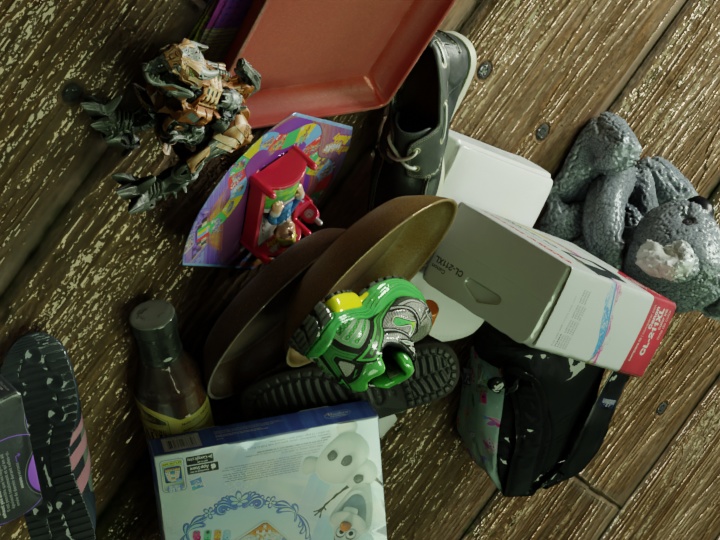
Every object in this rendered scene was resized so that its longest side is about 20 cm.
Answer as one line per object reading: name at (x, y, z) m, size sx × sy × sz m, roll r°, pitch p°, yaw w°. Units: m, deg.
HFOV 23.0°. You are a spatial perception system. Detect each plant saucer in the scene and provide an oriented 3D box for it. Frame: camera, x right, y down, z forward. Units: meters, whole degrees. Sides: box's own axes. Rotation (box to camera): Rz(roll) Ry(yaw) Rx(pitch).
plant saucer at (-0.069, 0.031, 1.549) m, size 0.200 × 0.035 × 0.200 m, roll -41°, pitch 167°, yaw -12°
plant saucer at (0.000, 0.000, 1.514) m, size 0.200 × 0.035 × 0.200 m, roll -41°, pitch 167°, yaw -12°
plant saucer at (-0.025, -0.193, 1.432) m, size 0.199 × 0.037 × 0.200 m, roll -13°, pitch 153°, yaw -34°

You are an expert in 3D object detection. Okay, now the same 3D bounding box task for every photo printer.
photo printer at (0.080, -0.027, 1.677) m, size 0.166 × 0.069 × 0.201 m, roll 16°, pitch 104°, yaw -48°

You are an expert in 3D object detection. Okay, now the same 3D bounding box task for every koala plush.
koala plush at (0.293, -0.023, 1.782) m, size 0.177 × 0.200 × 0.184 m, roll 30°, pitch 94°, yaw -49°

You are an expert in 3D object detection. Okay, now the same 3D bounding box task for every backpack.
backpack at (0.178, 0.132, 1.834) m, size 0.166 × 0.127 × 0.201 m, roll -8°, pitch 126°, yaw -21°

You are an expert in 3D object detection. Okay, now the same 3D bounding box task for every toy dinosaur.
toy dinosaur at (-0.130, -0.108, 1.367) m, size 0.135 × 0.102 × 0.200 m, roll -27°, pitch 138°, yaw 4°

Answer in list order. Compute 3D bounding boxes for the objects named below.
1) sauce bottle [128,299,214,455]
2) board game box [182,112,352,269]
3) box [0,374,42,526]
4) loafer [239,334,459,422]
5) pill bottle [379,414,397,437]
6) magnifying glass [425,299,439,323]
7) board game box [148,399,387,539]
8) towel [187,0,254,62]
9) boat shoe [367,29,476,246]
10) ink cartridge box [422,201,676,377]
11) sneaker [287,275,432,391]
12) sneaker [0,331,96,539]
sauce bottle at (-0.165, 0.113, 1.547) m, size 0.066 × 0.066 × 0.201 m, roll -30°, pitch 131°, yaw -25°
board game box at (-0.063, -0.053, 1.490) m, size 0.158 × 0.039 × 0.200 m, roll -53°, pitch 162°, yaw 13°
box at (-0.361, 0.154, 1.353) m, size 0.199 × 0.106 × 0.123 m, roll -27°, pitch 133°, yaw -29°
loafer at (-0.010, 0.104, 1.596) m, size 0.199 × 0.071 × 0.074 m, roll -11°, pitch 106°, yaw -1°
pill bottle at (-0.062, 0.184, 1.652) m, size 0.200 × 0.111 × 0.112 m, roll -47°, pitch 139°, yaw -8°
magnifying glass at (0.042, 0.087, 1.687) m, size 0.079 × 0.023 × 0.200 m, roll -6°, pitch 148°, yaw -16°
board game box at (-0.076, 0.227, 1.560) m, size 0.199 × 0.043 × 0.200 m, roll -9°, pitch 111°, yaw -12°
towel at (-0.048, -0.237, 1.387) m, size 0.143 × 0.023 × 0.200 m, roll -13°, pitch 154°, yaw -35°
boat shoe at (0.042, -0.116, 1.569) m, size 0.068 × 0.071 × 0.201 m, roll -17°, pitch 126°, yaw -64°
ink cartridge box at (0.177, 0.020, 1.635) m, size 0.199 × 0.145 × 0.083 m, roll 17°, pitch 103°, yaw -52°
sneaker at (0.013, 0.063, 1.482) m, size 0.078 × 0.085 × 0.200 m, roll -49°, pitch 167°, yaw 23°
sneaker at (-0.263, 0.141, 1.481) m, size 0.070 × 0.082 × 0.201 m, roll -5°, pitch 105°, yaw -6°
